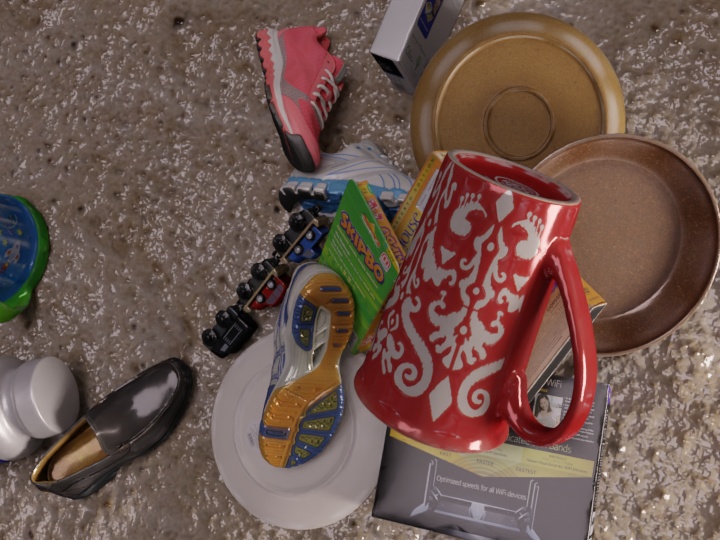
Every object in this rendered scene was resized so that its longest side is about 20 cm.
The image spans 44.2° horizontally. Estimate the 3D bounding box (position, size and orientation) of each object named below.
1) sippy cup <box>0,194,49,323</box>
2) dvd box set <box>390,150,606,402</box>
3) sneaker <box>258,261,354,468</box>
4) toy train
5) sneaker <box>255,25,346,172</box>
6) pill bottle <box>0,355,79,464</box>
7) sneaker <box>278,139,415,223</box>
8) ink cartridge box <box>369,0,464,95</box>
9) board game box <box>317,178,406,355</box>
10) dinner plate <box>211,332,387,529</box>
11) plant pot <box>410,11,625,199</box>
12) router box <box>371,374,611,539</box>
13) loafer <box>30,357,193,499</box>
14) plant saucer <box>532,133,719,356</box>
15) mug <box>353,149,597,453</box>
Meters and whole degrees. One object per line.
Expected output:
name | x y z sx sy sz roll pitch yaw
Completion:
sippy cup | -0.444 -0.032 0.993 0.176 0.130 0.141 21 87 20
dvd box set | 0.100 0.014 0.778 0.200 0.029 0.147 47 126 26
sneaker | -0.053 0.090 0.860 0.074 0.088 0.203 12 104 -20
toy train | -0.094 0.015 0.901 0.046 0.034 0.201 42 111 8
sneaker | -0.053 -0.188 0.903 0.086 0.074 0.202 -15 53 1
pill bottle | -0.410 0.157 0.958 0.197 0.112 0.114 -16 76 14
sneaker | 0.021 -0.090 0.888 0.197 0.075 0.088 12 64 12
ink cartridge box | 0.076 -0.285 0.886 0.039 0.099 0.202 24 87 21
board game box | 0.000 0.000 0.817 0.030 0.200 0.096 -21 71 -18
dinner plate | -0.065 0.157 0.894 0.197 0.024 0.203 -4 79 18
plant pot | 0.143 -0.133 0.806 0.197 0.027 0.203 1 98 4
router box | 0.120 0.167 0.816 0.197 0.052 0.160 9 83 19
loafer | -0.258 0.168 0.927 0.200 0.072 0.073 -46 70 5
plant saucer | 0.218 -0.023 0.791 0.197 0.037 0.203 0 106 1
mug | 0.105 0.027 0.688 0.175 0.134 0.202 20 109 6
